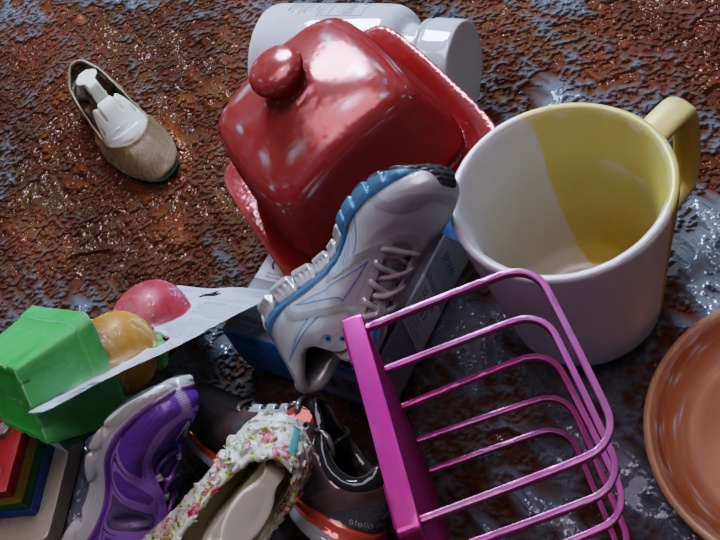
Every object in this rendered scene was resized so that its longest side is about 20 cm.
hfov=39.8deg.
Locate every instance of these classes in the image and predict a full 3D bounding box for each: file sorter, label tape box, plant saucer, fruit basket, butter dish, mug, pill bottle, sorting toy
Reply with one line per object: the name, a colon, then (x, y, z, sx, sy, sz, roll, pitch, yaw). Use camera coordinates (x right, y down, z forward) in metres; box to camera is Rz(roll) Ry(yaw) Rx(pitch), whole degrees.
file sorter: (0.085, 0.118, 0.604, 0.124, 0.201, 0.140, -20, 50, 3)
label tape box: (0.000, 0.000, 0.814, 0.142, 0.066, 0.201, 14, 63, 30)
plant saucer: (0.284, 0.105, 0.637, 0.198, 0.038, 0.202, -12, 51, 14)
fruit basket: (-0.181, 0.060, 0.769, 0.199, 0.095, 0.184, -22, 13, -35)
butter dish: (-0.032, -0.114, 0.760, 0.200, 0.148, 0.200, -42, 51, 4)
mug: (0.168, -0.016, 0.699, 0.185, 0.154, 0.150, -18, 49, 8)
pill bottle: (0.006, -0.188, 0.921, 0.198, 0.115, 0.115, 8, 58, 27)
sorting toy: (-0.336, 0.133, 0.847, 0.197, 0.070, 0.202, -9, 52, 16)

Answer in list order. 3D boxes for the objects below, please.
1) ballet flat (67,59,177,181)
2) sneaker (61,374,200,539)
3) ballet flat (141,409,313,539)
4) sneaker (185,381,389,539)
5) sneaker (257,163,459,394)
ballet flat: (-0.258, -0.165, 1.039, 0.068, 0.073, 0.200, -36, 50, -7)
sneaker: (-0.147, 0.162, 0.705, 0.083, 0.201, 0.080, 34, 28, 23)
ballet flat: (-0.099, 0.181, 0.651, 0.201, 0.075, 0.064, -59, 12, 8)
sneaker: (-0.050, 0.119, 0.719, 0.199, 0.077, 0.083, 28, 106, 27)
sneaker: (0.007, 0.013, 0.667, 0.200, 0.074, 0.087, -50, 46, 37)
